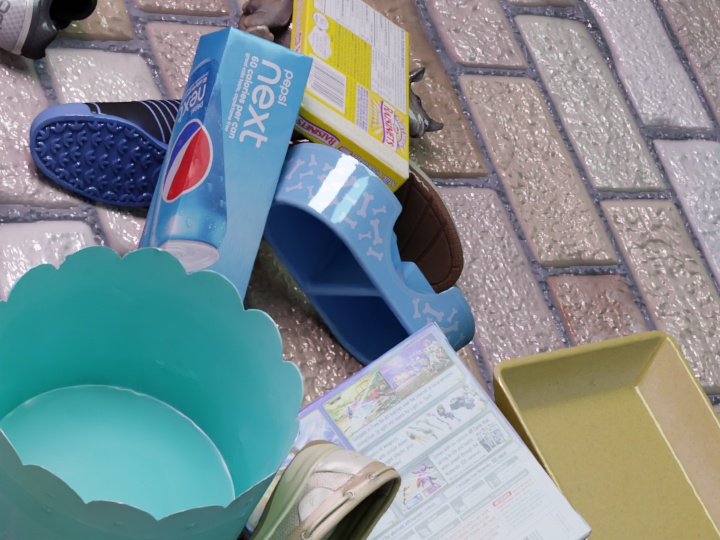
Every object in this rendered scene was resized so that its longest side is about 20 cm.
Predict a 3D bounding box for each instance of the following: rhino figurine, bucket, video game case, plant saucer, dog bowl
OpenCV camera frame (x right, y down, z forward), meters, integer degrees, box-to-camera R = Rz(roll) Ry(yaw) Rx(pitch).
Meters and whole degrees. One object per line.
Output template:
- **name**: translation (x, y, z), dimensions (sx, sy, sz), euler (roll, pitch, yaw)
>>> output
- **rhino figurine**: translation (-0.014, -0.159, 1.793), dimensions (0.199, 0.060, 0.088), euler (25, 31, -23)
- **bucket**: translation (-0.146, 0.101, 1.397), dimensions (0.206, 0.135, 0.208), euler (10, 49, -12)
- **video game case**: translation (0.023, 0.162, 1.519), dimensions (0.199, 0.045, 0.182), euler (-33, 79, -22)
- **plant saucer**: translation (0.195, 0.150, 1.641), dimensions (0.199, 0.048, 0.201), euler (-8, 62, -43)
- **dog bowl**: translation (0.000, 0.000, 1.616), dimensions (0.050, 0.111, 0.200), euler (-50, 120, -28)

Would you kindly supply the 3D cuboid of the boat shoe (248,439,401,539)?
- **boat shoe**: translation (-0.044, 0.202, 1.420), dimensions (0.201, 0.063, 0.073), euler (-59, 144, -22)

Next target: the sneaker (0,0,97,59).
- **sneaker**: translation (-0.227, -0.227, 1.679), dimensions (0.087, 0.074, 0.200), euler (35, 48, -9)

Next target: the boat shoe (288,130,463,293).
- **boat shoe**: translation (0.009, -0.072, 1.734), dimensions (0.203, 0.075, 0.075), euler (52, 10, -10)

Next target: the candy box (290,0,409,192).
- **candy box**: translation (-0.008, -0.146, 1.697), dimensions (0.102, 0.026, 0.201), euler (35, 30, -23)

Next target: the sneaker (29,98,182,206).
- **sneaker**: translation (-0.148, -0.091, 1.641), dimensions (0.199, 0.070, 0.078), euler (11, 29, -24)

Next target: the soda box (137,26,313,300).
- **soda box**: translation (-0.100, -0.062, 1.574), dimensions (0.068, 0.064, 0.201), euler (19, 81, -23)
